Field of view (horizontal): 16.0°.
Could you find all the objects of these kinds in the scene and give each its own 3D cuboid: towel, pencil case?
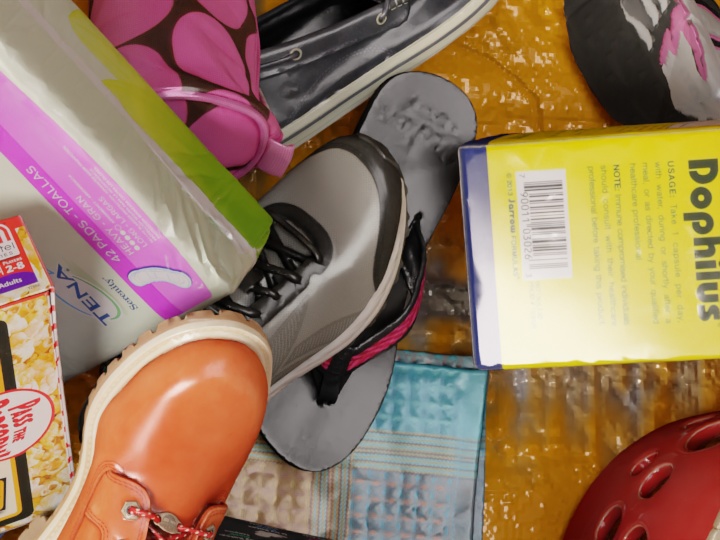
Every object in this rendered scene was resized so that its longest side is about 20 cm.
[{"bbox_3d":[-0.032,0.107,1.243,0.199,0.022,0.147,6,82,-17],"label":"towel"},{"bbox_3d":[-0.082,-0.131,1.186,0.093,0.091,0.201,4,56,-14],"label":"pencil case"}]

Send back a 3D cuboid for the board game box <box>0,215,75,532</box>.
[{"bbox_3d":[-0.221,0.071,1.058,0.199,0.152,0.046,-17,51,-16],"label":"board game box"}]

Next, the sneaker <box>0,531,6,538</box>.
[{"bbox_3d":[-0.187,0.163,1.160,0.108,0.070,0.201,-24,89,-17],"label":"sneaker"}]

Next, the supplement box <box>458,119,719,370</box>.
[{"bbox_3d":[0.157,-0.016,1.218,0.199,0.109,0.110,-3,95,15],"label":"supplement box"}]

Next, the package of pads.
[{"bbox_3d":[-0.160,-0.043,1.097,0.200,0.154,0.068,48,37,-21],"label":"package of pads"}]

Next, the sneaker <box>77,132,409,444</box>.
[{"bbox_3d":[-0.052,0.021,1.163,0.074,0.079,0.200,40,92,21],"label":"sneaker"}]

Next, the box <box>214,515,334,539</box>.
[{"bbox_3d":[-0.040,0.194,1.125,0.106,0.200,0.123,14,97,-17],"label":"box"}]

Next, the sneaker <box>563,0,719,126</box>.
[{"bbox_3d":[0.182,-0.095,1.318,0.086,0.080,0.200,-29,89,-46],"label":"sneaker"}]

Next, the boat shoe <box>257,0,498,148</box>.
[{"bbox_3d":[0.005,-0.132,1.252,0.200,0.075,0.062,-37,116,-13],"label":"boat shoe"}]

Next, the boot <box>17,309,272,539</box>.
[{"bbox_3d":[-0.086,0.114,1.070,0.075,0.107,0.200,15,119,-25],"label":"boot"}]

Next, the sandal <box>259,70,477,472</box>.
[{"bbox_3d":[0.000,0.000,1.217,0.075,0.045,0.201,21,92,-15],"label":"sandal"}]

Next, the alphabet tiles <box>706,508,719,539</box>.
[{"bbox_3d":[0.254,0.086,1.143,0.167,0.008,0.201,25,85,-12],"label":"alphabet tiles"}]

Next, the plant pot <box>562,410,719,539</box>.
[{"bbox_3d":[0.214,0.162,1.235,0.200,0.182,0.201,2,82,-16],"label":"plant pot"}]
